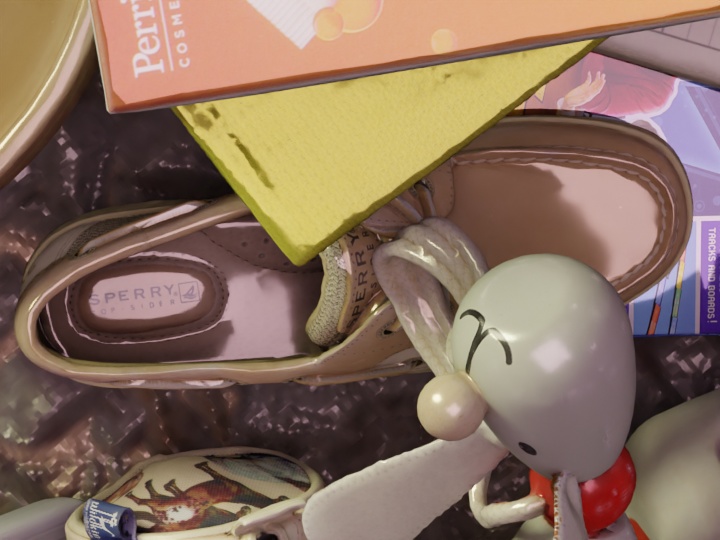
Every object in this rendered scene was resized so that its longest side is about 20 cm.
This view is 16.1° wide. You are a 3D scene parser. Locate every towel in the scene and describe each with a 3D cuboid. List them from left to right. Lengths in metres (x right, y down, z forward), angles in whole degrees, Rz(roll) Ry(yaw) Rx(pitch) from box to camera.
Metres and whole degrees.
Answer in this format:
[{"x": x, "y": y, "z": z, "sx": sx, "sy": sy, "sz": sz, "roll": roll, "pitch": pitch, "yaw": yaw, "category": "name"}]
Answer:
[{"x": 0.037, "y": -0.093, "z": 0.665, "sx": 0.200, "sy": 0.018, "sz": 0.086, "roll": -37, "pitch": 93, "yaw": 3, "category": "towel"}]

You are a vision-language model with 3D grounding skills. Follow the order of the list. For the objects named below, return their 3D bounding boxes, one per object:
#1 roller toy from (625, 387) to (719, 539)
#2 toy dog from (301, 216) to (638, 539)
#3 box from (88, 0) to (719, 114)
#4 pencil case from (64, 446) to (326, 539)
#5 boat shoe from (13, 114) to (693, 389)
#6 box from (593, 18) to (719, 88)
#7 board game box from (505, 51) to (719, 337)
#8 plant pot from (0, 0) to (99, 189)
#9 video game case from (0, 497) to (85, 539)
[{"x": 0.166, "y": 0.107, "z": 0.726, "sx": 0.139, "sy": 0.200, "sz": 0.183, "roll": -22, "pitch": 92, "yaw": -2, "category": "roller toy"}, {"x": 0.032, "y": 0.094, "z": 0.651, "sx": 0.096, "sy": 0.132, "sz": 0.200, "roll": -29, "pitch": 111, "yaw": -21, "category": "toy dog"}, {"x": 0.031, "y": -0.114, "z": 0.606, "sx": 0.199, "sy": 0.097, "sz": 0.125, "roll": -10, "pitch": 95, "yaw": 1, "category": "box"}, {"x": -0.038, "y": 0.157, "z": 0.764, "sx": 0.078, "sy": 0.089, "sz": 0.201, "roll": -9, "pitch": 98, "yaw": -16, "category": "pencil case"}, {"x": 0.000, "y": 0.000, "z": 0.727, "sx": 0.199, "sy": 0.065, "sz": 0.072, "roll": -8, "pitch": 98, "yaw": -1, "category": "boat shoe"}, {"x": 0.068, "y": -0.108, "z": 0.712, "sx": 0.200, "sy": 0.078, "sz": 0.095, "roll": 17, "pitch": 95, "yaw": -6, "category": "box"}, {"x": 0.057, "y": -0.079, "z": 0.772, "sx": 0.135, "sy": 0.034, "sz": 0.201, "roll": -1, "pitch": 97, "yaw": -5, "category": "board game box"}, {"x": -0.156, "y": -0.102, "z": 0.715, "sx": 0.200, "sy": 0.093, "sz": 0.201, "roll": 0, "pitch": 93, "yaw": 6, "category": "plant pot"}, {"x": -0.133, "y": 0.177, "z": 0.720, "sx": 0.022, "sy": 0.200, "sz": 0.183, "roll": -3, "pitch": 98, "yaw": 34, "category": "video game case"}]
